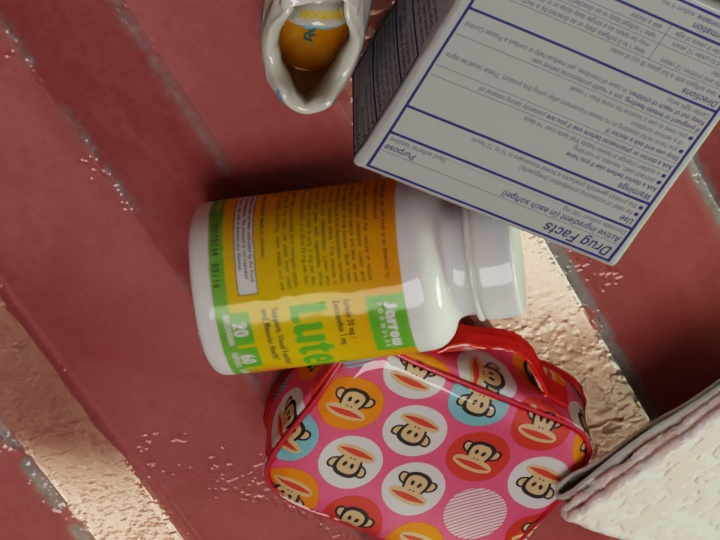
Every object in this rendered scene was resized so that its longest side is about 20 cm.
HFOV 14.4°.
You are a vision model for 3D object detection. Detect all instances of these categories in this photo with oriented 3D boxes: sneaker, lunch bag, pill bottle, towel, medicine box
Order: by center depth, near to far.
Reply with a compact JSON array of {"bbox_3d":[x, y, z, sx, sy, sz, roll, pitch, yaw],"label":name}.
[{"bbox_3d":[-0.017,-0.186,1.663,0.076,0.081,0.200,4,127,-2],"label":"sneaker"},{"bbox_3d":[0.117,-0.129,1.697,0.182,0.103,0.200,21,125,-17],"label":"medicine box"},{"bbox_3d":[0.000,0.000,1.786,0.200,0.111,0.111,-7,129,8],"label":"pill bottle"},{"bbox_3d":[0.050,0.101,1.893,0.200,0.082,0.176,25,123,-19],"label":"lunch bag"},{"bbox_3d":[0.253,0.122,1.902,0.200,0.032,0.191,-37,148,25],"label":"towel"}]
